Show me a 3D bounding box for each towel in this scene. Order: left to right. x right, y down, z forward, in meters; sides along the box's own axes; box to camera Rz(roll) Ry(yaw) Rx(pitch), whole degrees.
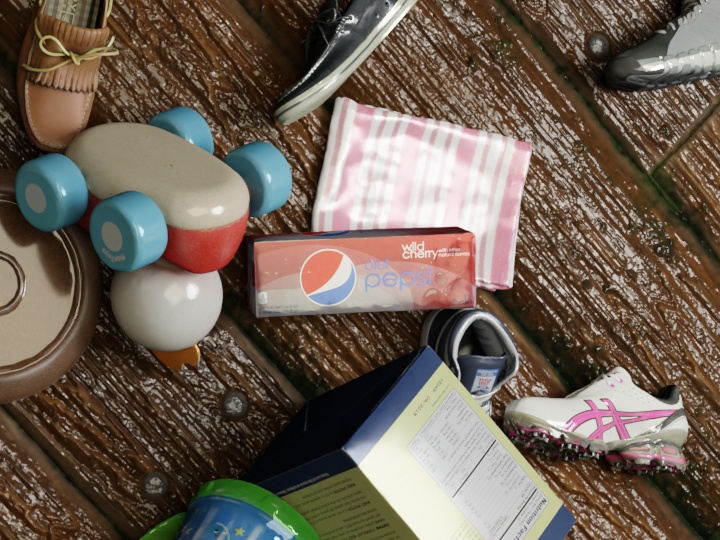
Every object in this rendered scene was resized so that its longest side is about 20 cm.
[{"bbox_3d":[0.057,-0.069,1.753,0.199,0.030,0.147,12,81,-18],"label":"towel"}]

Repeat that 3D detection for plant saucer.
[{"bbox_3d":[-0.311,0.011,1.613,0.199,0.034,0.202,2,83,-19],"label":"plant saucer"}]

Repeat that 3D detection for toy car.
[{"bbox_3d":[-0.176,-0.009,1.617,0.184,0.176,0.201,-26,132,-46],"label":"toy car"}]

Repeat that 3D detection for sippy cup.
[{"bbox_3d":[-0.113,0.265,1.582,0.140,0.178,0.130,47,50,-10],"label":"sippy cup"}]

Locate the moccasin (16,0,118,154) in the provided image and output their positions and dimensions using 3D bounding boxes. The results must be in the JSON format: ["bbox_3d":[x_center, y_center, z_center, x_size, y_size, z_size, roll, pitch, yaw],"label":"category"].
[{"bbox_3d":[-0.244,-0.199,1.631,0.073,0.078,0.203,17,80,-18],"label":"moccasin"}]

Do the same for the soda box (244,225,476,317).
[{"bbox_3d":[0.000,0.000,1.687,0.198,0.063,0.071,-2,97,-11],"label":"soda box"}]

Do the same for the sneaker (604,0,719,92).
[{"bbox_3d":[0.306,-0.239,1.842,0.199,0.075,0.116,-10,84,-30],"label":"sneaker"}]

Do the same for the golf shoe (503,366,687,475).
[{"bbox_3d":[0.215,0.133,1.771,0.199,0.072,0.093,12,74,-30],"label":"golf shoe"}]

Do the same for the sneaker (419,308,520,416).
[{"bbox_3d":[0.097,0.129,1.707,0.070,0.108,0.202,-2,86,-19],"label":"sneaker"}]

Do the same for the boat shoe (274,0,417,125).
[{"bbox_3d":[-0.019,-0.208,1.718,0.062,0.075,0.200,42,68,-6],"label":"boat shoe"}]

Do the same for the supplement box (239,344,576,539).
[{"bbox_3d":[0.032,0.201,1.616,0.200,0.200,0.134,49,54,-9],"label":"supplement box"}]
